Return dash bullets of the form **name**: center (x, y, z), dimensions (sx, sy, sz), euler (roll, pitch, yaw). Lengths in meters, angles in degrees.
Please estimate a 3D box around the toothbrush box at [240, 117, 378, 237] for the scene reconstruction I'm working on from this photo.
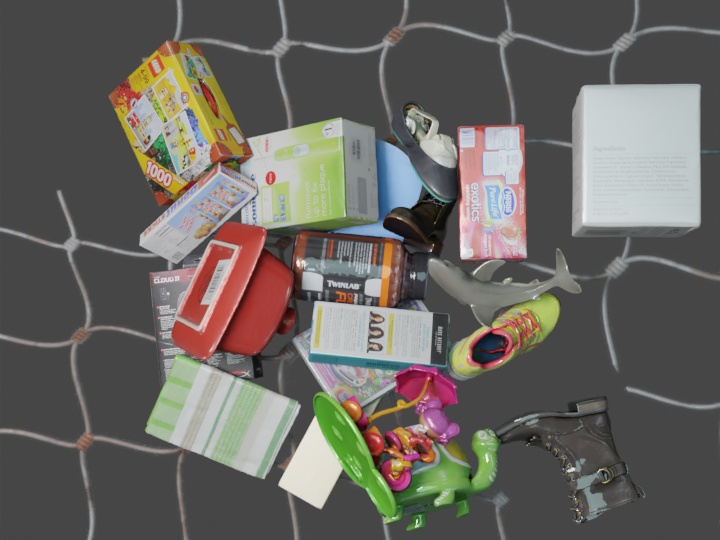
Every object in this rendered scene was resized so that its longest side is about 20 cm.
- **toothbrush box**: center (-0.078, -0.133, 1.608), dimensions (0.200, 0.086, 0.146), euler (-6, 83, 38)

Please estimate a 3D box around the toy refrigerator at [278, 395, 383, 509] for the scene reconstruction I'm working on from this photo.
- **toy refrigerator**: center (-0.040, 0.250, 1.634), dimensions (0.076, 0.070, 0.200), euler (27, 85, 7)

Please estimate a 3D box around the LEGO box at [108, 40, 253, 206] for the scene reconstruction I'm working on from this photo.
- **LEGO box**: center (-0.274, -0.220, 1.646), dimensions (0.149, 0.077, 0.200), euler (-34, 76, 30)

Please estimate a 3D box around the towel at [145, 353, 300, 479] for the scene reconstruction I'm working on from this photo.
- **towel**: center (-0.207, 0.218, 1.631), dimensions (0.200, 0.031, 0.149), euler (24, 111, -6)

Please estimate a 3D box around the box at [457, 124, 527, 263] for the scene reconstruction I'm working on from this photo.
- **box**: center (0.196, -0.111, 1.618), dimensions (0.100, 0.095, 0.200), euler (-2, 87, 7)

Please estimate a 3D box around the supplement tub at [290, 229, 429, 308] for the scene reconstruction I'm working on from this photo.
- **supplement tub**: center (0.000, 0.000, 1.599), dimensions (0.200, 0.107, 0.107), euler (5, 87, 3)

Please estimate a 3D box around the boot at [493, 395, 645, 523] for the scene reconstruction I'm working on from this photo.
- **boot**: center (0.304, 0.286, 1.597), dimensions (0.200, 0.069, 0.174), euler (-14, 85, 3)

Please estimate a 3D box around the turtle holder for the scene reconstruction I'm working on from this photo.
- **turtle holder**: center (0.102, 0.290, 1.578), dimensions (0.185, 0.141, 0.132), euler (-32, 58, 34)

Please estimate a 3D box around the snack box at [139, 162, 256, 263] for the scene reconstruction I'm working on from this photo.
- **snack box**: center (-0.246, -0.083, 1.636), dimensions (0.200, 0.072, 0.024), euler (-37, 39, 31)

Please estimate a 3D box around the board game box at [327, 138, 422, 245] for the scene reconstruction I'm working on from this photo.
- **board game box**: center (0.007, -0.102, 1.668), dimensions (0.158, 0.039, 0.200), euler (16, 96, 5)

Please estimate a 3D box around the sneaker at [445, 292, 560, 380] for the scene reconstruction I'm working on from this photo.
- **sneaker**: center (0.220, 0.097, 1.593), dimensions (0.200, 0.090, 0.078), euler (-34, 88, -14)

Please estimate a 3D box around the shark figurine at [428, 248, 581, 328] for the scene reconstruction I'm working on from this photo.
- **shark figurine**: center (0.206, 0.041, 1.571), dimensions (0.214, 0.128, 0.090), euler (1, 51, 6)

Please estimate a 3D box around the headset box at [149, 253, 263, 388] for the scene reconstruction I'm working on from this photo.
- **headset box**: center (-0.236, 0.073, 1.663), dimensions (0.148, 0.075, 0.200), euler (-7, 86, 5)

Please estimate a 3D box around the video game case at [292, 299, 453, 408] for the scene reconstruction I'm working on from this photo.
- **video game case**: center (0.020, 0.111, 1.619), dimensions (0.200, 0.018, 0.143), euler (-30, 73, -17)

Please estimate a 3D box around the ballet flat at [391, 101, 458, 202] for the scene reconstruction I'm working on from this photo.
- **ballet flat**: center (0.100, -0.184, 1.599), dimensions (0.073, 0.073, 0.200), euler (-30, 46, 4)

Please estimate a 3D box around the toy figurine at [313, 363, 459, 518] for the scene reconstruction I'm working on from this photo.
- **toy figurine**: center (0.064, 0.214, 1.512), dimensions (0.184, 0.150, 0.200), euler (-27, 65, -21)

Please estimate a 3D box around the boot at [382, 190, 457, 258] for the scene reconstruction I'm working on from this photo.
- **boot**: center (0.089, -0.087, 1.580), dimensions (0.075, 0.200, 0.097), euler (21, 85, 18)

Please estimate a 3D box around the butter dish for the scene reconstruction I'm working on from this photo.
- **butter dish**: center (-0.159, 0.046, 1.551), dimensions (0.148, 0.199, 0.200), euler (27, 84, -24)

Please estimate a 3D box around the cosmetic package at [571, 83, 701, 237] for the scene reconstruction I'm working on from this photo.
- **cosmetic package**: center (0.393, -0.154, 1.564), dimensions (0.166, 0.167, 0.200), euler (0, 87, 7)

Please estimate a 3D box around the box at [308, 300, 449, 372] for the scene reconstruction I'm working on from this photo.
- **box**: center (0.027, 0.099, 1.587), dimensions (0.200, 0.049, 0.082), euler (6, 69, -3)
